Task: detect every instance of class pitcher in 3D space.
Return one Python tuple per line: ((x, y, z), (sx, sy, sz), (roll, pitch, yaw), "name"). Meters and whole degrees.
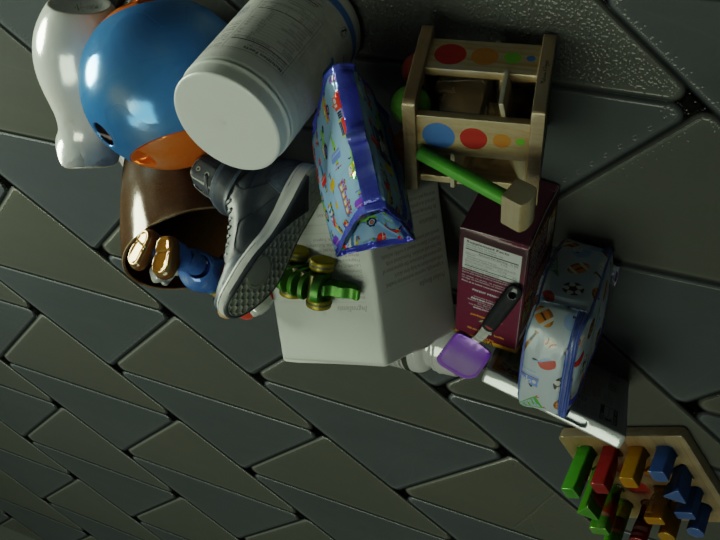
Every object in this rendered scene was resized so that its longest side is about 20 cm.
((-0.362, -0.256, 1.342), (0.172, 0.121, 0.200), (-124, 33, -51), "pitcher")

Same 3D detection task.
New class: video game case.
((0.253, 0.142, 1.317), (0.182, 0.200, 0.023), (26, 109, 8), "video game case")

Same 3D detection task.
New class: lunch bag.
((-0.004, -0.112, 1.057), (0.094, 0.151, 0.200), (-12, 170, 1), "lunch bag")
((0.244, 0.067, 1.212), (0.075, 0.200, 0.160), (14, 128, 21), "lunch bag")

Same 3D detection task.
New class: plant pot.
((-0.238, -0.108, 1.350), (0.187, 0.200, 0.187), (-16, 153, -8), "plant pot")

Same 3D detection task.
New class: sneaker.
((-0.146, -0.051, 1.175), (0.146, 0.203, 0.077), (20, 159, 23), "sneaker")

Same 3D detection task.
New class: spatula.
((0.150, 0.074, 1.249), (0.056, 0.021, 0.200), (32, 144, 2), "spatula")

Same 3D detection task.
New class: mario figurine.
((-0.188, 0.020, 1.274), (0.106, 0.124, 0.200), (-45, 140, 21), "mario figurine")

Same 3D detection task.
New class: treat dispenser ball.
((-0.228, -0.219, 1.214), (0.201, 0.201, 0.201), (20, 144, 16), "treat dispenser ball")

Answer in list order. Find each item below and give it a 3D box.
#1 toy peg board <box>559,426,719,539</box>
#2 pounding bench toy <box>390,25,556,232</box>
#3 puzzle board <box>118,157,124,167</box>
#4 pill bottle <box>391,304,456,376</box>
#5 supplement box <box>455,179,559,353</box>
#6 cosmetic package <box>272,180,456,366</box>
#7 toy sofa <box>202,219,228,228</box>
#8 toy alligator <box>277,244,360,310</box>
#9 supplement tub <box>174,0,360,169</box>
((0.404, 0.327, 1.494), (0.199, 0.098, 0.200), (-8, 129, 43), "toy peg board")
((0.106, -0.134, 1.040), (0.156, 0.200, 0.124), (7, 140, 10), "pounding bench toy")
((-0.317, -0.194, 1.472), (0.151, 0.017, 0.200), (5, 137, 33), "puzzle board")
((0.053, 0.077, 1.439), (0.200, 0.114, 0.114), (12, 141, 25), "pill bottle")
((0.174, -0.010, 1.245), (0.086, 0.110, 0.200), (18, 143, 18), "supplement box")
((0.000, 0.000, 1.278), (0.165, 0.165, 0.200), (0, 102, 37), "cosmetic package")
((-0.210, -0.068, 1.488), (0.200, 0.083, 0.098), (12, 136, 26), "toy sofa")
((-0.091, 0.002, 1.206), (0.200, 0.054, 0.059), (22, 115, 31), "toy alligator")
((-0.096, -0.219, 1.114), (0.132, 0.200, 0.132), (20, 144, 16), "supplement tub")
